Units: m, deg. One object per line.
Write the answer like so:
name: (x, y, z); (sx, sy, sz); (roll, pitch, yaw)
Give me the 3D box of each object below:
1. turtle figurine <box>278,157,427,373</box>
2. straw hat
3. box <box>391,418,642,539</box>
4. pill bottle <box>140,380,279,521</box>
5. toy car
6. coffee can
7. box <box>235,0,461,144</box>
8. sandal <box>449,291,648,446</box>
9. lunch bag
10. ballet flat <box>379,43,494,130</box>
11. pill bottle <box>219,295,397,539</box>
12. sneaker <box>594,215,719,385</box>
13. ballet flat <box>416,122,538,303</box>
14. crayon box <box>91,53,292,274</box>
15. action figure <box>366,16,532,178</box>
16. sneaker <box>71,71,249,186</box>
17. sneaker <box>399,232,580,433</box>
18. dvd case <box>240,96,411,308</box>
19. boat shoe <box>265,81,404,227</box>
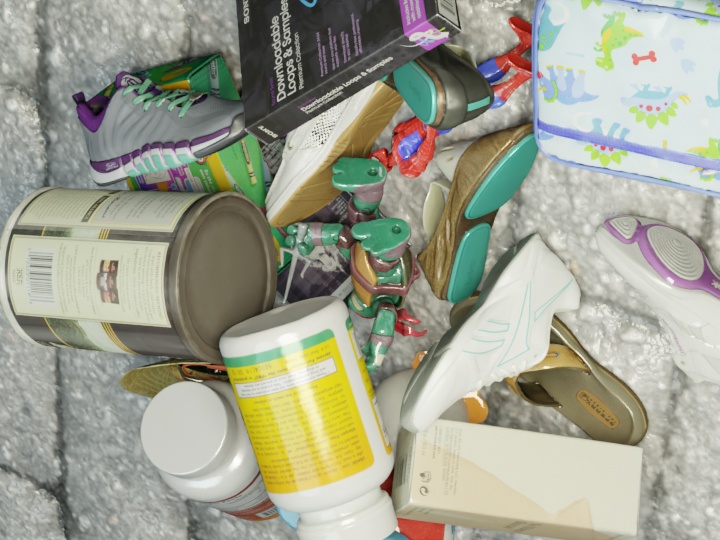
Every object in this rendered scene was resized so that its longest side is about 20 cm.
turtle figurine: (0.000, 0.000, 1.701); (0.150, 0.101, 0.200); (50, 153, 25)
straw hat: (-0.130, 0.069, 1.857); (0.201, 0.201, 0.085); (-10, 71, 38)
box: (0.132, 0.180, 1.686); (0.199, 0.078, 0.095); (8, 165, -7)
pill bottle: (-0.125, 0.164, 1.828); (0.112, 0.112, 0.200); (18, 171, 23)
toy car: (0.048, 0.167, 1.784); (0.177, 0.184, 0.200); (43, 105, 2)
coffee can: (-0.194, 0.001, 1.715); (0.199, 0.146, 0.147); (4, 121, 32)
box: (-0.014, -0.203, 1.553); (0.200, 0.143, 0.036); (-29, 141, 32)
sandal: (0.160, 0.090, 1.704); (0.200, 0.054, 0.080); (40, 133, 5)
lunch bag: (0.229, -0.140, 1.474); (0.199, 0.082, 0.161); (15, 127, 21)
ballet flat: (0.043, -0.171, 1.568); (0.200, 0.068, 0.068); (53, 145, 44)
pill bottle: (-0.037, 0.132, 1.648); (0.113, 0.113, 0.201); (-11, 101, 38)
sneaker: (0.261, 0.038, 1.587); (0.200, 0.075, 0.100); (39, 132, 6)
ballet flat: (0.089, -0.061, 1.656); (0.072, 0.068, 0.200); (46, 140, 26)
crayon box: (-0.146, -0.084, 1.769); (0.119, 0.058, 0.200); (-8, 113, 36)
action figure: (0.069, -0.132, 1.613); (0.052, 0.066, 0.200); (22, 139, -26)
sneaker: (-0.170, -0.132, 1.670); (0.200, 0.074, 0.088); (-13, 104, 38)
sneaker: (0.111, 0.064, 1.635); (0.080, 0.200, 0.070); (43, 165, -7)
dvd case: (-0.064, -0.052, 1.786); (0.200, 0.016, 0.149); (46, 132, 1)
boat shoe: (-0.029, -0.120, 1.687); (0.069, 0.071, 0.200); (52, 125, 19)
